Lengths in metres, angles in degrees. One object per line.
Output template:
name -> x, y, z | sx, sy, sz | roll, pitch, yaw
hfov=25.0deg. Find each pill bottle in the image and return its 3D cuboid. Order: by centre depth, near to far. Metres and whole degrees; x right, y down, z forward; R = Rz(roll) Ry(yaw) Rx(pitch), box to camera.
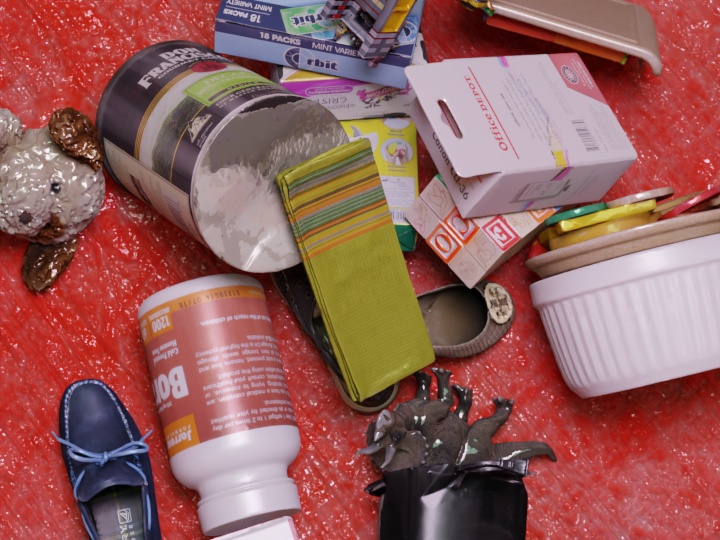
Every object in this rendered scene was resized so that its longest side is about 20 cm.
pill bottle -> -0.114, 0.113, 1.358 | 0.111, 0.112, 0.201 | -13, 75, -9

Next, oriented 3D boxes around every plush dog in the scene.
plush dog -> -0.304, -0.076, 1.388 | 0.170, 0.201, 0.161 | 14, 36, -11

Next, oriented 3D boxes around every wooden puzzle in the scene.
wooden puzzle -> 0.177, -0.234, 1.470 | 0.199, 0.185, 0.037 | 22, 112, -1

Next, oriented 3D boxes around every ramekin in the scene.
ramekin -> 0.251, 0.040, 1.373 | 0.199, 0.200, 0.106 | -13, 86, -9

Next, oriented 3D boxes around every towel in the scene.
towel -> 0.000, 0.000, 1.304 | 0.086, 0.018, 0.201 | -25, 108, -22

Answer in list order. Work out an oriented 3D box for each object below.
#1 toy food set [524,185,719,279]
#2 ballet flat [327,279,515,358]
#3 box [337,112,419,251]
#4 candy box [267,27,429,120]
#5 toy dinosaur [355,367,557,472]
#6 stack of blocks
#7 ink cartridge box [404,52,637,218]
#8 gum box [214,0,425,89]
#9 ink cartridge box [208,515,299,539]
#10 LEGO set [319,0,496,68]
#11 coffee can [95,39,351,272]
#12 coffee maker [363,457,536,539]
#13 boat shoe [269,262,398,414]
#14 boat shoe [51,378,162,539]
toy food set -> 0.236, -0.036, 1.387 | 0.198, 0.198, 0.049 | -13, 86, -6
ballet flat -> 0.061, 0.042, 1.393 | 0.199, 0.046, 0.068 | -8, 71, -35
box -> -0.008, -0.113, 1.449 | 0.116, 0.048, 0.201 | 3, 59, -4
candy box -> -0.021, -0.229, 1.461 | 0.135, 0.061, 0.201 | -5, 56, -9
toy dinosaur -> 0.076, 0.145, 1.393 | 0.199, 0.077, 0.103 | 26, 74, -31
stack of blocks -> 0.125, -0.083, 1.418 | 0.115, 0.059, 0.200 | 47, 47, 7
ink cartridge box -> 0.120, -0.113, 1.349 | 0.199, 0.068, 0.117 | -8, 61, -37
gum box -> -0.024, -0.259, 1.417 | 0.168, 0.045, 0.201 | 11, 54, 1
ink cartridge box -> -0.077, 0.285, 1.266 | 0.083, 0.200, 0.146 | -17, 76, -13
LEGO set -> 0.012, -0.253, 1.345 | 0.200, 0.116, 0.153 | 42, 31, 17
coffee can -> -0.116, -0.098, 1.352 | 0.145, 0.200, 0.148 | -13, 116, -29
coffee maker -> 0.067, 0.262, 1.288 | 0.133, 0.192, 0.202 | 2, 73, 0
boat shoe -> -0.023, 0.027, 1.416 | 0.073, 0.065, 0.201 | -29, 78, -12
boat shoe -> -0.199, 0.180, 1.353 | 0.084, 0.069, 0.201 | -22, 77, -11
